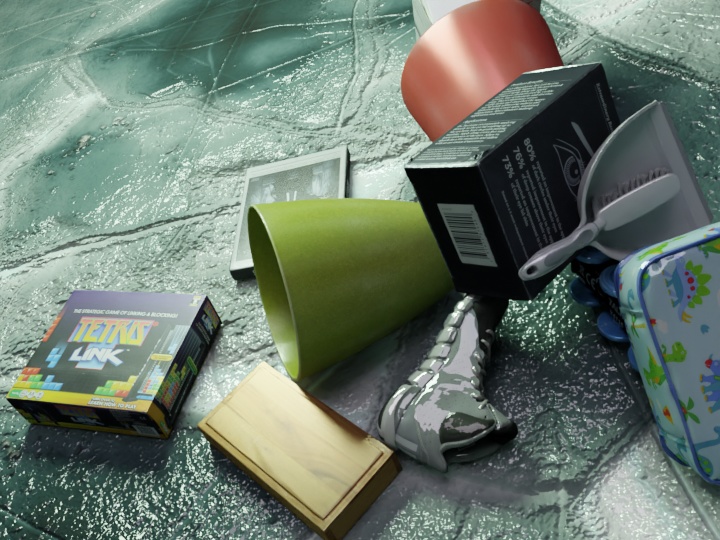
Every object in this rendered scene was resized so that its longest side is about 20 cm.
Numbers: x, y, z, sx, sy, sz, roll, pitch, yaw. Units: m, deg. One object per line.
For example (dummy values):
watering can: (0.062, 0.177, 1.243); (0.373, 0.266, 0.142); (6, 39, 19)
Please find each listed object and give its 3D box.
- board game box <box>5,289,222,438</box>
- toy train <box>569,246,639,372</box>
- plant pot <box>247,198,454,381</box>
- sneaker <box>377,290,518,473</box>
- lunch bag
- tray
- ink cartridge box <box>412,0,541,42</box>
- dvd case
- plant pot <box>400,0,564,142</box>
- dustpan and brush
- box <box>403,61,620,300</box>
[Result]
board game box: (-0.282, 0.103, 0.991); (0.198, 0.057, 0.166); (1, 49, 22)
toy train: (0.284, 0.019, 0.830); (0.113, 0.087, 0.200); (-19, 40, -10)
plant pot: (0.000, 0.000, 0.911); (0.198, 0.188, 0.188); (-15, 41, -15)
sneaker: (0.115, 0.111, 0.822); (0.115, 0.075, 0.200); (27, 71, 32)
lunch bag: (0.311, 0.062, 0.702); (0.160, 0.202, 0.082); (-20, 1, 0)
tray: (-0.065, 0.174, 0.848); (0.199, 0.037, 0.099); (28, 62, 38)
ink cartridge box: (0.150, -0.313, 1.109); (0.145, 0.200, 0.085); (-21, 70, 1)
dvd case: (-0.088, -0.078, 1.112); (0.149, 0.025, 0.201); (-11, 44, 12)
plant pot: (0.166, -0.188, 1.014); (0.199, 0.201, 0.178); (-20, 54, 1)
dustpan and brush: (0.225, -0.048, 0.776); (0.199, 0.140, 0.057); (-29, 14, 1)
box: (0.163, -0.089, 0.831); (0.200, 0.149, 0.104); (-38, 26, -29)
